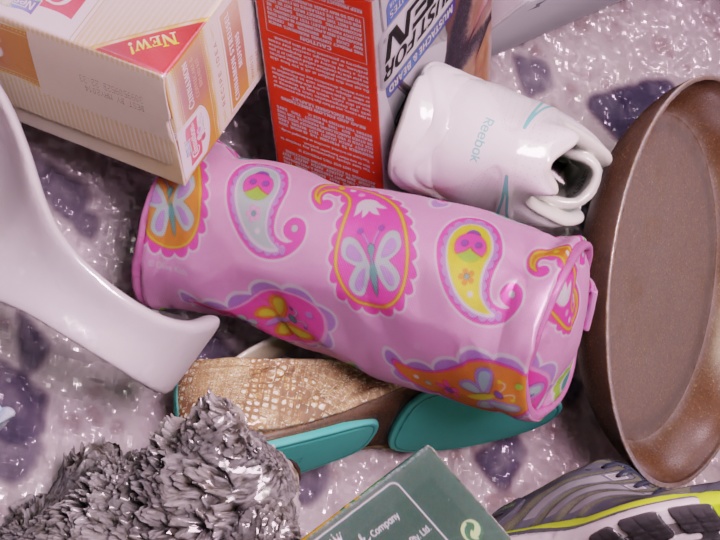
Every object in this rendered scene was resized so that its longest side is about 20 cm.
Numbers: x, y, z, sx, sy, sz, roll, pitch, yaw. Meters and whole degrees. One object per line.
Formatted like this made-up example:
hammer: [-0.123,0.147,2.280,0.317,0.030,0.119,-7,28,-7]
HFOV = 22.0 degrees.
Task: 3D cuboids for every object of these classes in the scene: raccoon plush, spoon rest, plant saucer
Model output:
raccoon plush: [-0.104,0.131,0.717,0.097,0.134,0.200,48,58,-5]
spoon rest: [-0.151,-0.022,0.769,0.200,0.061,0.100,36,96,1]
plant saucer: [0.152,0.004,0.908,0.200,0.032,0.202,-17,110,-56]

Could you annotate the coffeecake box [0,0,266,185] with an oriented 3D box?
coffeecake box: [-0.096,-0.153,0.821,0.153,0.073,0.200,21,58,18]

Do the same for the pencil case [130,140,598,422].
pencil case: [0.000,0.000,0.800,0.199,0.088,0.088,16,58,20]

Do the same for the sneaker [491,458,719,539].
sneaker: [0.118,0.114,0.812,0.074,0.199,0.081,56,44,-20]

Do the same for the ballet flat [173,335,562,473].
ballet flat: [0.004,0.051,0.847,0.199,0.071,0.066,-5,57,-33]

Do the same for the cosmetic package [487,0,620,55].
cosmetic package: [0.080,-0.229,0.951,0.199,0.123,0.201,-25,85,-32]

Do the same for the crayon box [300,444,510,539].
crayon box: [-0.031,0.160,0.719,0.125,0.200,0.052,-33,73,-33]

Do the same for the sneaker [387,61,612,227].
sneaker: [0.076,-0.043,0.857,0.080,0.200,0.071,19,94,17]

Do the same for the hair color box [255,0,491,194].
hair color box: [0.010,-0.106,0.826,0.064,0.201,0.111,22,57,18]

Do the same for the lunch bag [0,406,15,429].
lunch bag: [-0.255,0.057,0.673,0.200,0.127,0.170,-37,88,-25]
